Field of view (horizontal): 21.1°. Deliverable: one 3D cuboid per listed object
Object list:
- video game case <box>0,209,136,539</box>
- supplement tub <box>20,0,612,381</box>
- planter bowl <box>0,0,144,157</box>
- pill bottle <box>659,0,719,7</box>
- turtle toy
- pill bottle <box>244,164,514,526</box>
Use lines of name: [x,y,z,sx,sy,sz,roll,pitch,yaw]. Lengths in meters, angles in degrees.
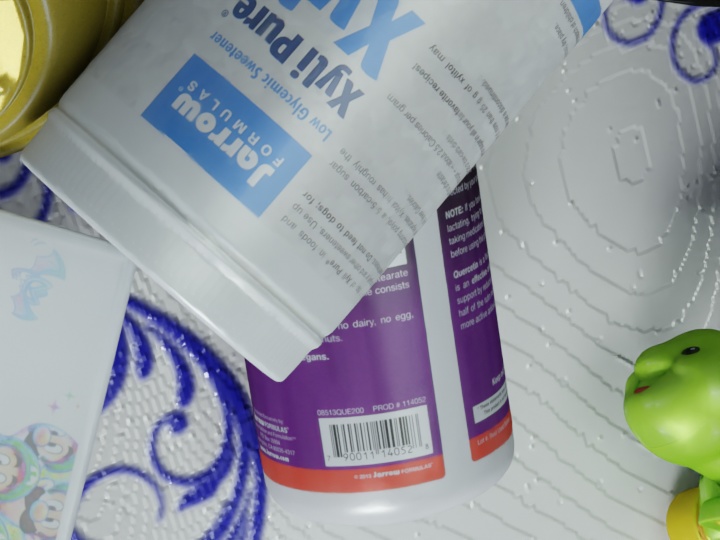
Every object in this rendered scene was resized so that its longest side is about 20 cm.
video game case: [-0.186,0.066,0.709,0.181,0.024,0.201,17,81,-30]
supplement tub: [-0.012,-0.075,0.700,0.132,0.132,0.200,42,86,-26]
planter bowl: [-0.162,-0.101,0.689,0.199,0.084,0.201,-3,127,-4]
pill bottle: [0.149,-0.228,0.874,0.111,0.112,0.201,8,93,-28]
turtle toy: [0.216,0.088,0.951,0.199,0.146,0.102,12,72,-28]
pill bottle: [0.000,0.000,0.827,0.112,0.112,0.201,-14,103,-25]
